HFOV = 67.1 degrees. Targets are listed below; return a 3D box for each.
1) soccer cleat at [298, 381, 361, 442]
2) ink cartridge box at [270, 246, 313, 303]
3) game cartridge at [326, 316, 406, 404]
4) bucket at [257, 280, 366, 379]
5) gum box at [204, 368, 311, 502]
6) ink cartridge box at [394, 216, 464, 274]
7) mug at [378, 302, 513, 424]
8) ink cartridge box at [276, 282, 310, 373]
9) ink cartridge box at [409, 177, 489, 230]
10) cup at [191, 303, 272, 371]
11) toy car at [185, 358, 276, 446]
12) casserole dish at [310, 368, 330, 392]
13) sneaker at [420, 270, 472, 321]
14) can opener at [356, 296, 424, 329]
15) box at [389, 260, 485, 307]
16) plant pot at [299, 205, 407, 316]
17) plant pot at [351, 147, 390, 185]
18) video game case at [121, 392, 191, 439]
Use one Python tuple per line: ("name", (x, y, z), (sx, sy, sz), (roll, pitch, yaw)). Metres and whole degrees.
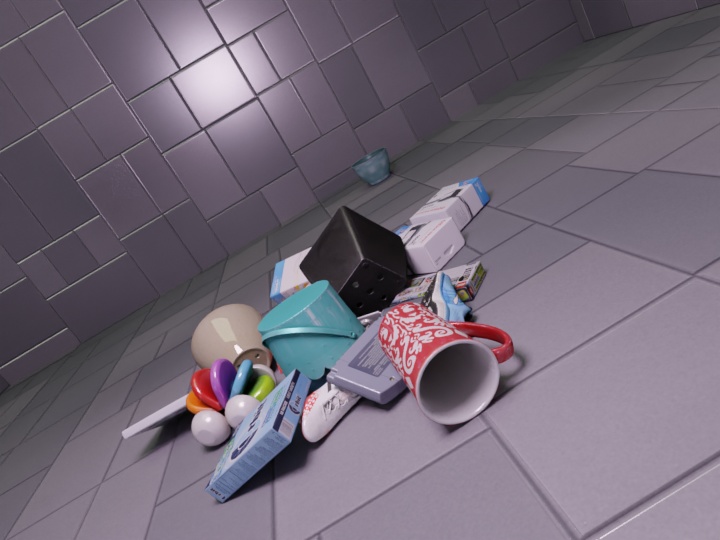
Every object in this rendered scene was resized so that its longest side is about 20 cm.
("soccer cleat", (-0.040, 0.231, 0.994), (0.085, 0.069, 0.200), (-23, 14, 37))
("ink cartridge box", (-0.134, 0.026, 1.534), (0.200, 0.129, 0.125), (-23, 44, 31))
("game cartridge", (0.047, 0.161, 1.002), (0.133, 0.042, 0.200), (19, 39, 27))
("bucket", (-0.106, 0.125, 1.133), (0.207, 0.135, 0.207), (-31, 13, 8))
("gum box", (-0.181, 0.295, 0.981), (0.200, 0.045, 0.170), (-45, 12, 22))
("ink cartridge box", (0.154, -0.060, 1.445), (0.200, 0.084, 0.145), (-8, 29, 51))
("mug", (0.130, 0.138, 0.871), (0.177, 0.134, 0.200), (9, 12, -21))
("ink cartridge box", (-0.157, 0.135, 1.353), (0.200, 0.050, 0.161), (-42, 31, 2))
("ink cartridge box", (0.262, -0.179, 1.598), (0.145, 0.084, 0.200), (-9, 28, 49))
("cup", (-0.294, 0.201, 1.331), (0.200, 0.201, 0.143), (-36, 37, -17))
("toy car", (-0.286, 0.262, 1.169), (0.200, 0.150, 0.175), (-26, 18, 16))
("casserole dish", (-0.075, 0.202, 1.177), (0.121, 0.039, 0.200), (-36, 17, -18))
("sneaker", (0.171, 0.077, 1.062), (0.200, 0.090, 0.078), (-81, 14, -57))
("can opener", (0.073, 0.097, 1.198), (0.200, 0.053, 0.067), (-21, 21, 26))
("box", (0.172, 0.043, 1.216), (0.200, 0.035, 0.110), (-17, 22, 38))
("plant pot", (0.000, 0.000, 1.302), (0.200, 0.199, 0.178), (-54, 33, 17))
("plant pot", (0.070, -0.519, 2.770), (0.200, 0.134, 0.200), (-27, 17, 9))
("video game case", (-0.441, 0.336, 1.311), (0.200, 0.024, 0.182), (-30, -9, 4))
